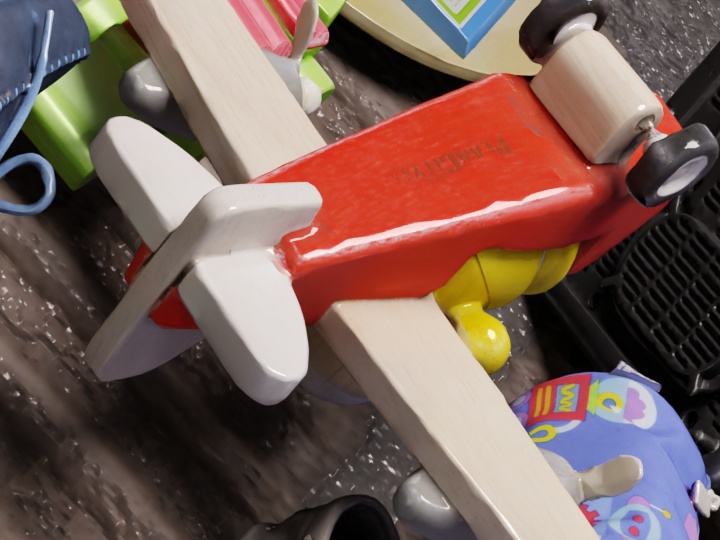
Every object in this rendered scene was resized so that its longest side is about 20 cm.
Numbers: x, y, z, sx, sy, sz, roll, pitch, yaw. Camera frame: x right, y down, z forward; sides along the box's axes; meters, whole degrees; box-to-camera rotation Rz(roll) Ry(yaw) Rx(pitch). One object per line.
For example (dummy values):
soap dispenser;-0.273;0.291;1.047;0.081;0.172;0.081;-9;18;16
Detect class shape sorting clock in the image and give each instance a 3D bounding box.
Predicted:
shape sorting clock;0.011;-0.155;1.140;0.200;0.039;0.200;30;38;-27

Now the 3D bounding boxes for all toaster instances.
toaster;0.183;0.001;1.013;0.119;0.181;0.200;32;13;-33

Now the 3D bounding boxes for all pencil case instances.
pencil case;0.073;0.108;0.879;0.200;0.087;0.078;-75;164;-63

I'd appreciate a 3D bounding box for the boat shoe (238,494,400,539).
boat shoe;-0.008;0.151;0.782;0.067;0.057;0.200;27;39;-35

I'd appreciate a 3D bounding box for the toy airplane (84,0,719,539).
toy airplane;0.000;0.000;0.842;0.199;0.141;0.200;19;52;-6

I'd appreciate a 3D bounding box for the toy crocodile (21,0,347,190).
toy crocodile;-0.055;-0.076;0.955;0.068;0.062;0.200;53;32;4

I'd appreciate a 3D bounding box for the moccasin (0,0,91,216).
moccasin;-0.145;-0.022;0.790;0.200;0.080;0.068;-37;93;-44
